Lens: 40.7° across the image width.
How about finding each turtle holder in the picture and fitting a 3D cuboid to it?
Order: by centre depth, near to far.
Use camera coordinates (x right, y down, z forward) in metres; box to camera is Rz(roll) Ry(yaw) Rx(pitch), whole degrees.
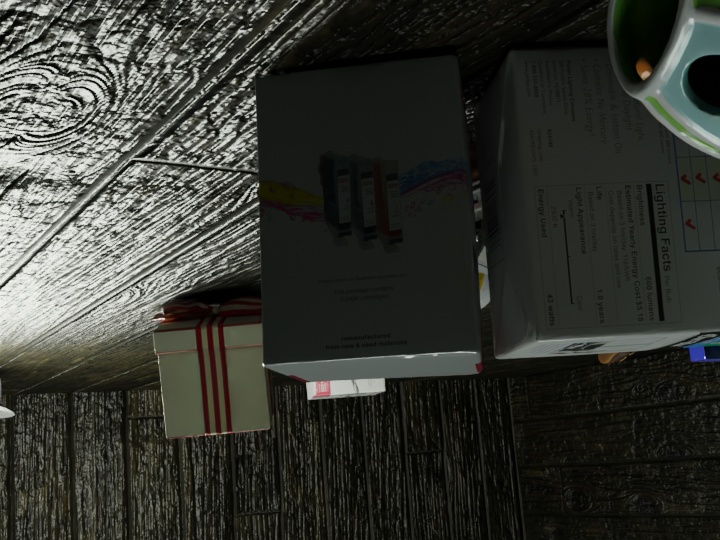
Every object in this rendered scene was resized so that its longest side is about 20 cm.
[{"bbox_3d":[0.194,-0.125,0.432,0.130,0.143,0.186,-1,170,-10],"label":"turtle holder"}]

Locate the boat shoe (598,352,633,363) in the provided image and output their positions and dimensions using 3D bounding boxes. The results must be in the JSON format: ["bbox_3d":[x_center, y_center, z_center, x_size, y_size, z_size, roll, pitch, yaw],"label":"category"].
[{"bbox_3d":[0.648,0.193,2.423,0.069,0.071,0.200,0,169,-4],"label":"boat shoe"}]

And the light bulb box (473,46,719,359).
[{"bbox_3d":[0.195,-0.045,0.688,0.197,0.201,0.125,-2,171,-6],"label":"light bulb box"}]

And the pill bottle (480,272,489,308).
[{"bbox_3d":[0.070,-0.002,1.074,0.111,0.114,0.199,-12,166,35],"label":"pill bottle"}]

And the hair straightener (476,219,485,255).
[{"bbox_3d":[0.115,-0.044,0.893,0.076,0.041,0.200,-9,-164,25],"label":"hair straightener"}]

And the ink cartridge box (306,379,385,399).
[{"bbox_3d":[-0.042,0.303,2.666,0.197,0.086,0.146,-4,169,-13],"label":"ink cartridge box"}]

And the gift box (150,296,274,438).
[{"bbox_3d":[-0.226,0.136,1.492,0.182,0.189,0.200,-5,-171,-7],"label":"gift box"}]

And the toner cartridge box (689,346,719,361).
[{"bbox_3d":[0.866,0.169,2.338,0.198,0.096,0.043,2,167,-35],"label":"toner cartridge box"}]

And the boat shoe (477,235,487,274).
[{"bbox_3d":[0.136,-0.044,1.022,0.069,0.072,0.199,-16,161,34],"label":"boat shoe"}]

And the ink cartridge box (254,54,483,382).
[{"bbox_3d":[0.011,-0.029,0.692,0.143,0.203,0.145,-4,169,8],"label":"ink cartridge box"}]

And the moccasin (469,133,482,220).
[{"bbox_3d":[0.078,-0.077,0.809,0.199,0.078,0.074,-23,149,11],"label":"moccasin"}]

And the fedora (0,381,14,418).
[{"bbox_3d":[-0.843,0.260,2.085,0.198,0.092,0.176,9,162,-30],"label":"fedora"}]
